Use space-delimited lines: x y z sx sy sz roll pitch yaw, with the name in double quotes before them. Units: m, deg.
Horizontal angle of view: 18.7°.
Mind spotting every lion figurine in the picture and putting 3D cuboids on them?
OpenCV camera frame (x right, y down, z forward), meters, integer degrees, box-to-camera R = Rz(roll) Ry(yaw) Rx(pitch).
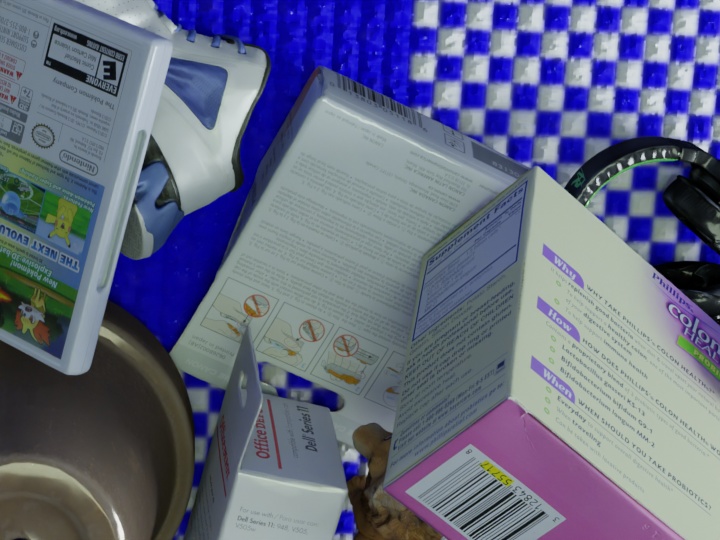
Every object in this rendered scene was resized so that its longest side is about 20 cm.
"lion figurine" 0.002 0.181 1.271 0.072 0.122 0.201 18 93 -6

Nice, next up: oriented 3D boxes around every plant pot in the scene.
"plant pot" -0.185 0.122 1.203 0.199 0.175 0.201 -2 105 -7

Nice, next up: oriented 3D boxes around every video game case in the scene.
"video game case" -0.200 -0.066 1.161 0.199 0.022 0.183 24 106 29

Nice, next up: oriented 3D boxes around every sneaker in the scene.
"sneaker" -0.118 -0.117 1.206 0.115 0.080 0.200 -24 93 -28

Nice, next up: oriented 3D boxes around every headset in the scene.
"headset" 0.209 -0.004 1.277 0.199 0.094 0.124 12 104 -19

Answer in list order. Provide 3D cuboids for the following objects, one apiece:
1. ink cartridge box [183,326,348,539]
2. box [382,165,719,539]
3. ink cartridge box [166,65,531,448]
"ink cartridge box" -0.058 0.147 1.255 0.067 0.117 0.201 13 109 -11
"box" 0.116 0.077 1.178 0.176 0.200 0.097 39 124 -20
"ink cartridge box" 0.000 0.000 1.281 0.162 0.050 0.200 25 118 -16
